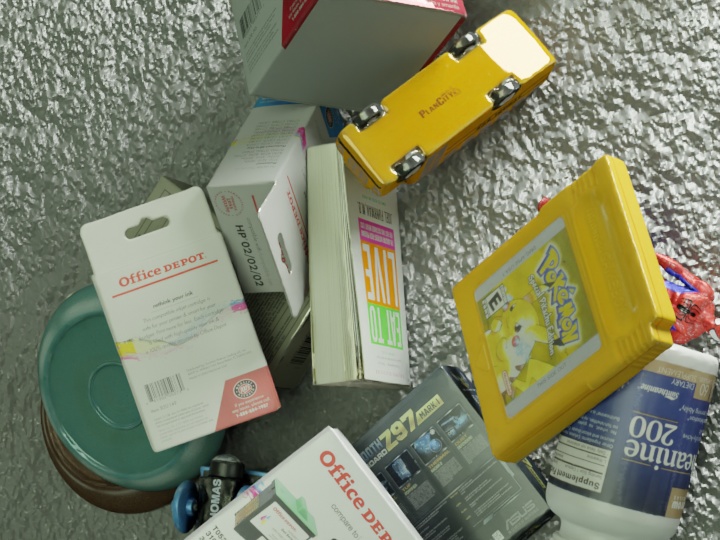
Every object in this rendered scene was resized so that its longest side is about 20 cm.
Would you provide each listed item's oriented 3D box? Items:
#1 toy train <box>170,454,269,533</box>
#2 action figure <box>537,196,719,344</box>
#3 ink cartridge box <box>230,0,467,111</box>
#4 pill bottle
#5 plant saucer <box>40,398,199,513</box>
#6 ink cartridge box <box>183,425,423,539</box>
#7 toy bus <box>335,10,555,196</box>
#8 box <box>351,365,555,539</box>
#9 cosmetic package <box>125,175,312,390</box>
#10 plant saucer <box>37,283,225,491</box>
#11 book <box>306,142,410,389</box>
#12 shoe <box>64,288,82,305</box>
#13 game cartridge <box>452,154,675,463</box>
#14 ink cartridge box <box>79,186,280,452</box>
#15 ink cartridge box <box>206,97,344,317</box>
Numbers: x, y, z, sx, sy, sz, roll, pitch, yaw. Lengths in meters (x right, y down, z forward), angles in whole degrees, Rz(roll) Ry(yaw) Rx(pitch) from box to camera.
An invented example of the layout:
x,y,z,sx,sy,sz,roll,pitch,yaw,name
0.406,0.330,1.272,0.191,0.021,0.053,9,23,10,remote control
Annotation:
x,y,z,sx,sy,sz,roll,pitch,yaw,name
-0.116,0.263,1.521,0.086,0.114,0.201,2,84,21,toy train
0.226,0.009,1.447,0.200,0.052,0.066,30,90,21,action figure
-0.022,-0.261,1.478,0.145,0.144,0.201,-49,46,47,ink cartridge box
0.214,0.153,1.398,0.111,0.111,0.201,14,89,23,pill bottle
-0.224,0.128,1.627,0.199,0.034,0.201,-3,81,22,plant saucer
-0.056,0.243,1.417,0.200,0.084,0.145,-38,85,-4,ink cartridge box
0.071,-0.138,1.461,0.200,0.078,0.065,-38,82,-16,toy bus
0.052,0.204,1.492,0.200,0.051,0.158,-43,71,13,box
-0.121,0.012,1.576,0.200,0.073,0.104,37,98,22,cosmetic package
-0.212,0.109,1.554,0.199,0.027,0.201,7,108,24,plant saucer
0.000,0.000,1.495,0.048,0.134,0.201,-8,82,22,book
-0.187,0.075,1.570,0.200,0.053,0.070,31,88,18,shoe
0.160,0.032,1.394,0.200,0.032,0.177,-45,44,38,game cartridge
-0.154,0.039,1.469,0.116,0.067,0.201,-19,95,-5,ink cartridge box
-0.069,-0.061,1.482,0.068,0.200,0.116,-2,126,21,ink cartridge box
